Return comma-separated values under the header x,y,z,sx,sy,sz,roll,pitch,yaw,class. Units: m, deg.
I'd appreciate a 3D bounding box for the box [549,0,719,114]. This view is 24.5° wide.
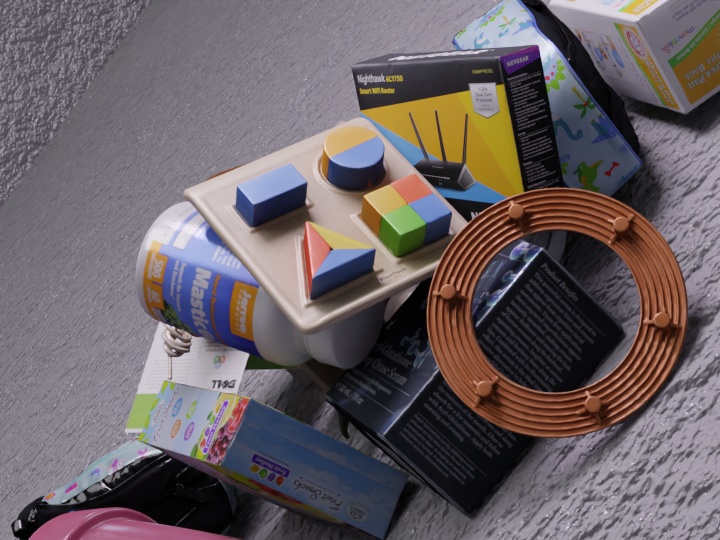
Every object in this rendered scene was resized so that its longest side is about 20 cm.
x,y,z,sx,sy,sz,roll,pitch,yaw,class
0.277,-0.228,1.531,0.112,0.102,0.200,-35,20,-5,box

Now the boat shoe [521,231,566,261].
x,y,z,sx,sy,sz,roll,pitch,yaw,class
0.112,0.019,1.483,0.200,0.065,0.074,-55,22,-22,boat shoe

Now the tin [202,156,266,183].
x,y,z,sx,sy,sz,roll,pitch,yaw,class
-0.074,-0.071,1.659,0.199,0.112,0.042,-17,51,10,tin

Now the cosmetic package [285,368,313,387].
x,y,z,sx,sy,sz,roll,pitch,yaw,class
-0.017,0.019,1.709,0.200,0.083,0.051,-44,22,7,cosmetic package

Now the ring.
x,y,z,sx,sy,sz,roll,pitch,yaw,class
0.148,0.029,1.265,0.201,0.200,0.019,-49,-20,-6,ring

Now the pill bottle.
x,y,z,sx,sy,sz,roll,pitch,yaw,class
-0.083,0.017,1.409,0.200,0.112,0.112,17,61,30,pill bottle

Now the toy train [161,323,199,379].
x,y,z,sx,sy,sz,roll,pitch,yaw,class
-0.127,0.016,1.563,0.115,0.085,0.200,-19,42,11,toy train

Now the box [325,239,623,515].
x,y,z,sx,sy,sz,roll,pitch,yaw,class
0.091,0.077,1.365,0.200,0.107,0.148,-49,20,-7,box

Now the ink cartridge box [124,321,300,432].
x,y,z,sx,sy,sz,roll,pitch,yaw,class
-0.134,0.082,1.639,0.147,0.076,0.201,-4,60,39,ink cartridge box

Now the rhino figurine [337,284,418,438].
x,y,z,sx,sy,sz,roll,pitch,yaw,class
0.032,0.064,1.518,0.060,0.087,0.200,18,82,61,rhino figurine

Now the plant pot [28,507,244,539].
x,y,z,sx,sy,sz,roll,pitch,yaw,class
-0.171,0.295,1.391,0.179,0.200,0.200,-11,38,32,plant pot

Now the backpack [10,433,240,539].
x,y,z,sx,sy,sz,roll,pitch,yaw,class
-0.213,0.234,1.610,0.200,0.167,0.127,-36,18,11,backpack

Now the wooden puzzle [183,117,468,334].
x,y,z,sx,sy,sz,roll,pitch,yaw,class
-0.020,-0.051,1.360,0.185,0.046,0.200,-25,51,-26,wooden puzzle

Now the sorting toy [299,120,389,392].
x,y,z,sx,sy,sz,roll,pitch,yaw,class
0.000,0.000,1.568,0.069,0.200,0.199,19,68,45,sorting toy

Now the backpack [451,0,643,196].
x,y,z,sx,sy,sz,roll,pitch,yaw,class
0.159,-0.135,1.493,0.147,0.183,0.200,-39,21,9,backpack

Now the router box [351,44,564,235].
x,y,z,sx,sy,sz,roll,pitch,yaw,class
0.081,-0.110,1.404,0.051,0.150,0.200,-20,15,-34,router box

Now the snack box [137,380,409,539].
x,y,z,sx,sy,sz,roll,pitch,yaw,class
-0.079,0.163,1.443,0.200,0.168,0.068,3,67,64,snack box
